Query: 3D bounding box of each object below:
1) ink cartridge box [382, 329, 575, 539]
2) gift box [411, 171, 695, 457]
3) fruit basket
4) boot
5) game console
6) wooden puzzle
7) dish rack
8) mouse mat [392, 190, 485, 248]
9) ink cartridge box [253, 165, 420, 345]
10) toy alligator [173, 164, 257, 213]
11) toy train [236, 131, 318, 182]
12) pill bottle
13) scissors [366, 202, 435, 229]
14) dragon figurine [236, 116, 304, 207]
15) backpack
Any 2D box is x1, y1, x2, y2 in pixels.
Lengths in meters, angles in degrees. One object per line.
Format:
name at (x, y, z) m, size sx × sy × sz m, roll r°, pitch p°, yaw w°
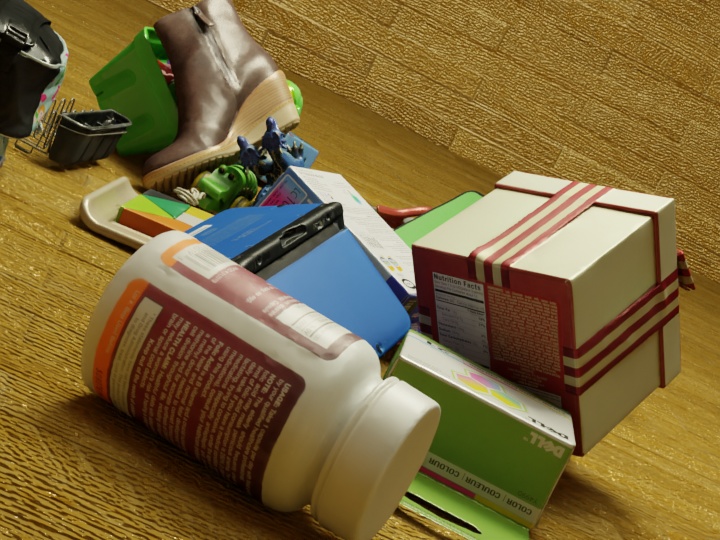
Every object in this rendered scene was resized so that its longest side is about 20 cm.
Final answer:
ink cartridge box at (0.077, 0.125, 1.109) m, size 0.146 × 0.076 × 0.200 m, roll 27°, pitch 9°, yaw 1°
gift box at (0.160, 0.037, 1.297) m, size 0.183 × 0.202 × 0.186 m, roll 18°, pitch 36°, yaw 35°
fruit basket at (-0.173, -0.201, 1.727) m, size 0.157 × 0.213 × 0.216 m, roll 67°, pitch 12°, yaw -2°
boot at (-0.177, -0.185, 1.618) m, size 0.167 × 0.199 × 0.072 m, roll 57°, pitch -26°, yaw 7°
game console at (-0.074, 0.024, 1.266) m, size 0.168 × 0.120 × 0.200 m, roll -2°, pitch 15°, yaw 24°
wooden puzzle at (-0.147, -0.029, 1.403) m, size 0.198 × 0.038 × 0.185 m, roll 27°, pitch 10°, yaw -1°
dish rack at (-0.341, -0.166, 1.534) m, size 0.198 × 0.055 × 0.153 m, roll 28°, pitch 10°, yaw 5°
mouse mat at (0.090, -0.015, 1.654) m, size 0.199 × 0.008 × 0.161 m, roll -29°, pitch 40°, yaw -21°
ink cartridge box at (0.000, 0.000, 1.436) m, size 0.200 × 0.077 × 0.136 m, roll 45°, pitch 14°, yaw 15°
toy alligator at (-0.138, -0.084, 1.566) m, size 0.059 × 0.055 × 0.200 m, roll 35°, pitch 3°, yaw 11°
toy train at (-0.143, -0.171, 1.986) m, size 0.114 × 0.087 × 0.200 m, roll 30°, pitch 4°, yaw -37°
pill bottle at (-0.059, 0.071, 0.925) m, size 0.199 × 0.115 × 0.114 m, roll 31°, pitch 11°, yaw 16°
scissors at (0.006, -0.062, 1.702) m, size 0.199 × 0.073 × 0.014 m, roll 10°, pitch 61°, yaw -46°
dragon figurine at (-0.076, -0.068, 1.589) m, size 0.058 × 0.202 × 0.100 m, roll -10°, pitch 23°, yaw 14°
backpack at (-0.345, -0.184, 1.336) m, size 0.176 × 0.152 × 0.200 m, roll 27°, pitch 17°, yaw -14°
